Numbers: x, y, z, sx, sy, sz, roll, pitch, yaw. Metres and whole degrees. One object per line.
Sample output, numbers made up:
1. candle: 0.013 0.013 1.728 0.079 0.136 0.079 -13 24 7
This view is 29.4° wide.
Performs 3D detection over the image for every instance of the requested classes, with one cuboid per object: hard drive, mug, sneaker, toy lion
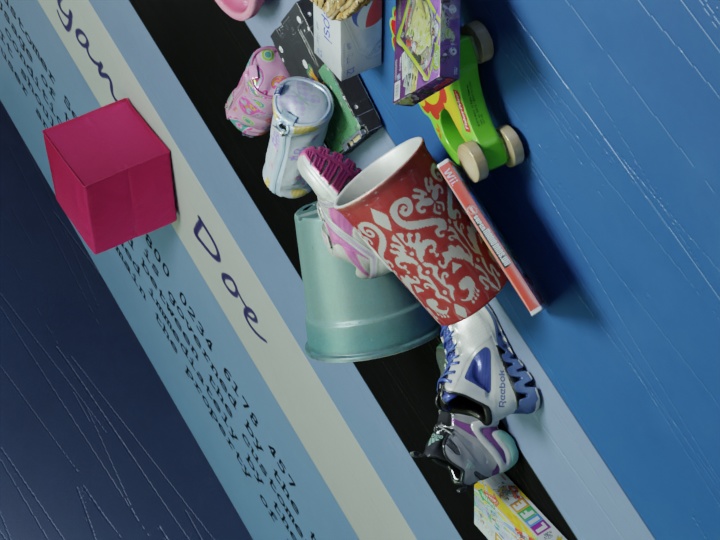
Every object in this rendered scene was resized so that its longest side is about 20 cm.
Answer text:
1. hard drive: -0.048 -0.261 1.878 0.200 0.038 0.140 63 159 2
2. mug: 0.092 -0.055 1.671 0.200 0.178 0.133 52 144 -13
3. sneaker: 0.120 0.210 1.891 0.200 0.140 0.078 63 159 1
4. toy lion: 0.097 -0.213 1.580 0.192 0.069 0.200 30 142 66
5. sneaker: 0.136 0.120 1.788 0.200 0.115 0.081 57 157 16
6. sneaker: -0.021 -0.065 1.740 0.088 0.081 0.200 -34 96 33

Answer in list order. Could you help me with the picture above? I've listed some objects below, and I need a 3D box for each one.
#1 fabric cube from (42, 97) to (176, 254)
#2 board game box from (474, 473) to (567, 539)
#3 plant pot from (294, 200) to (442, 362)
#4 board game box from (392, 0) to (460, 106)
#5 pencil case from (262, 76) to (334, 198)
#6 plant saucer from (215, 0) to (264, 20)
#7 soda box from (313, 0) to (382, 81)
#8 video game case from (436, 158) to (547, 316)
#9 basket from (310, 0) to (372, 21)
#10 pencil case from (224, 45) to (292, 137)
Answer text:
1. fabric cube: -0.508 -0.194 2.804 0.196 0.200 0.200 49 153 34
2. board game box: 0.236 0.384 1.974 0.200 0.034 0.135 45 153 39
3. plant pot: 0.000 0.000 1.881 0.200 0.200 0.196 16 122 62
4. board game box: 0.071 -0.285 1.459 0.120 0.032 0.200 158 115 -71
5. pencil case: -0.088 -0.180 1.893 0.083 0.091 0.200 19 153 2
6. plant saucer: -0.183 -0.457 1.947 0.201 0.051 0.201 48 153 33
7. soda box: -0.016 -0.334 1.682 0.068 0.063 0.200 50 155 34
8. video game case: 0.155 -0.037 1.591 0.200 0.017 0.143 58 -172 5
9. basket: 0.013 -0.382 1.478 0.143 0.149 0.200 47 153 11
10. pencil case: -0.146 -0.261 2.025 0.088 0.087 0.200 63 162 2
